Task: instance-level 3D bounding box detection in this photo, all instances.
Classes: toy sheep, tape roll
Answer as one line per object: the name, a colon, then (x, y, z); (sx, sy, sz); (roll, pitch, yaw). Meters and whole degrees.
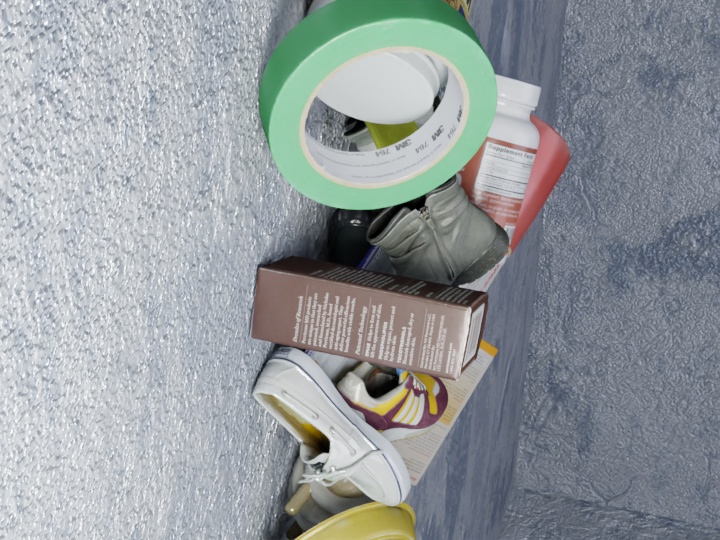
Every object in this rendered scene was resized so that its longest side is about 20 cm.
toy sheep: (-0.018, 0.242, 1.394); (0.200, 0.138, 0.138); (103, 4, -63)
tape roll: (0.015, -0.142, 1.095); (0.201, 0.200, 0.048); (85, -11, -47)

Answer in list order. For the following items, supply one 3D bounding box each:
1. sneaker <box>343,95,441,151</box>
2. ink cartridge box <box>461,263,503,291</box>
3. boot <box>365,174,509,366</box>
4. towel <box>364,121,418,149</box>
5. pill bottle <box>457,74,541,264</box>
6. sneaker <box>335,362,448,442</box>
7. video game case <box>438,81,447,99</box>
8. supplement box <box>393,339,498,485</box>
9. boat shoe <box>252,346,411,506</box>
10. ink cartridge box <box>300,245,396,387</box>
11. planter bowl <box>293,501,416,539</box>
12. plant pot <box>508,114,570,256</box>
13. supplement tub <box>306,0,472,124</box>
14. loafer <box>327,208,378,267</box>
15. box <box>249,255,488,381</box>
sneaker: (0.051, -0.177, 1.427); (0.089, 0.074, 0.200); (50, 47, -23)
ink cartridge box: (0.116, -0.031, 1.600); (0.146, 0.084, 0.200); (-55, 160, -21)
boot: (0.042, -0.007, 1.268); (0.200, 0.068, 0.131); (-46, 131, 6)
towel: (0.039, -0.137, 1.320); (0.086, 0.018, 0.200); (-28, 93, -58)
pill bottle: (0.131, -0.115, 1.419); (0.112, 0.112, 0.200); (-16, 122, -75)
sneaker: (0.041, 0.128, 1.370); (0.200, 0.075, 0.090); (-17, 136, -54)
video game case: (0.086, -0.222, 1.605); (0.200, 0.023, 0.182); (-46, 128, -68)
supplement box: (0.065, 0.147, 1.547); (0.200, 0.074, 0.126); (-58, 144, -2)
boat shoe: (-0.033, 0.172, 1.239); (0.202, 0.075, 0.086); (53, 49, -21)
ink cartridge box: (0.006, 0.045, 1.358); (0.200, 0.041, 0.200); (-55, 152, -9)
planter bowl: (-0.010, 0.331, 1.322); (0.200, 0.083, 0.200); (-24, 146, -17)
plant pot: (0.184, -0.124, 1.876); (0.200, 0.200, 0.177); (67, 45, -66)
supplement tub: (0.031, -0.251, 1.194); (0.144, 0.144, 0.200); (73, 29, -62)
loafer: (0.000, 0.000, 1.405); (0.201, 0.068, 0.070); (84, 10, -59)
box: (0.009, 0.041, 1.190); (0.100, 0.200, 0.075); (-24, 126, -73)
